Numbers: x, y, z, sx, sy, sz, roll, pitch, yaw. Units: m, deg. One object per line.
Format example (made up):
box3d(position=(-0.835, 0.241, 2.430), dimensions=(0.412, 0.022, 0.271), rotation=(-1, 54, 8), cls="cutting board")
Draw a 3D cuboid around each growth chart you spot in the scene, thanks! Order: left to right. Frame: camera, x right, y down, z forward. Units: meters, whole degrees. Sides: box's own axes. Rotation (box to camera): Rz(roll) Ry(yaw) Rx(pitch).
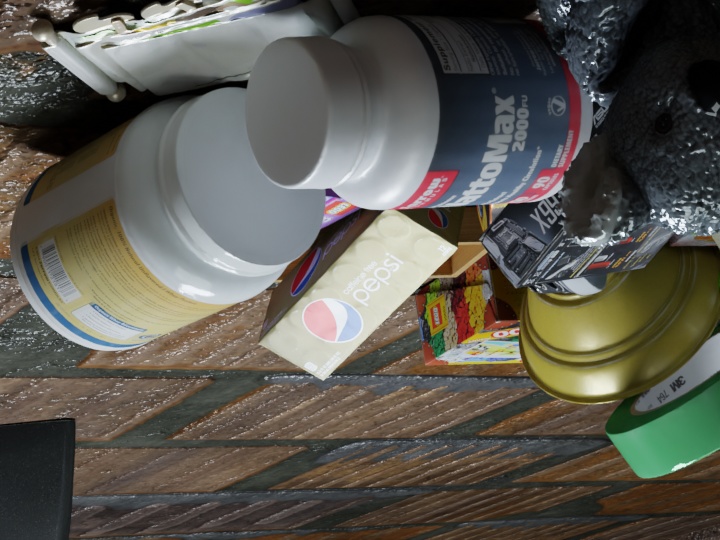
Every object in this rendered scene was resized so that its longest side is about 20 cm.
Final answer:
box3d(position=(-0.092, -0.144, 1.149), dimensions=(0.199, 0.018, 0.145), rotation=(-9, 163, 5), cls="growth chart")

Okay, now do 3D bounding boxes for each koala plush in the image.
box3d(position=(0.186, -0.109, 1.077), dimensions=(0.177, 0.201, 0.184), rotation=(-6, 164, -10), cls="koala plush")

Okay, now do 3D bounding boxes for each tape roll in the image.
box3d(position=(0.295, 0.092, 1.514), dimensions=(0.200, 0.048, 0.200), rotation=(-37, -178, 2), cls="tape roll")

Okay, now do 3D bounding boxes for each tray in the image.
box3d(position=(0.007, -0.023, 1.580), dimensions=(0.199, 0.037, 0.099), rotation=(-1, 163, -21), cls="tray")

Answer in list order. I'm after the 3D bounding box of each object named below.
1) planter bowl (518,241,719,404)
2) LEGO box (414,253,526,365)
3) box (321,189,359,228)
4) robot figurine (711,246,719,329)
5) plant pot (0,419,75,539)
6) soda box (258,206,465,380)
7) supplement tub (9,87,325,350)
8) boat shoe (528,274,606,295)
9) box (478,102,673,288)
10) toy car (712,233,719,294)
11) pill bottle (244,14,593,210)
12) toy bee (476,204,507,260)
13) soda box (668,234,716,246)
box3d(position=(0.208, 0.009, 1.589), dimensions=(0.200, 0.201, 0.083), rotation=(-16, 135, 26), cls="planter bowl")
box3d(position=(0.176, 0.034, 1.780), dimensions=(0.199, 0.077, 0.149), rotation=(0, 162, -25), cls="LEGO box")
box3d(position=(-0.107, -0.045, 1.440), dimensions=(0.137, 0.039, 0.200), rotation=(7, 158, -40), cls="box")
box3d(position=(0.331, 0.013, 1.681), dimensions=(0.170, 0.113, 0.200), rotation=(-54, 168, 6), cls="robot figurine")
box3d(position=(-0.430, 0.291, 2.188), dimensions=(0.199, 0.178, 0.200), rotation=(-5, 163, -11), cls="plant pot")
box3d(position=(0.000, 0.000, 1.474), dimensions=(0.068, 0.064, 0.200), rotation=(30, 131, -16), cls="soda box")
box3d(position=(-0.132, -0.035, 1.265), dimensions=(0.144, 0.145, 0.200), rotation=(6, 161, -40), cls="supplement tub")
box3d(position=(0.152, -0.010, 1.460), dimensions=(0.066, 0.070, 0.200), rotation=(-24, -178, 14), cls="boat shoe")
box3d(position=(0.197, -0.076, 1.283), dimensions=(0.157, 0.050, 0.200), rotation=(-8, 144, -46), cls="box")
box3d(position=(0.363, -0.071, 1.415), dimensions=(0.200, 0.158, 0.164), rotation=(-37, -174, -14), cls="toy car")
box3d(position=(0.035, -0.098, 1.149), dimensions=(0.200, 0.120, 0.120), rotation=(-5, 165, -36), cls="pill bottle")
box3d(position=(0.114, -0.066, 1.355), dimensions=(0.131, 0.109, 0.200), rotation=(-14, 163, 13), cls="toy bee")
box3d(position=(0.354, -0.060, 1.571), dimensions=(0.199, 0.064, 0.068), rotation=(-1, 162, -26), cls="soda box")
